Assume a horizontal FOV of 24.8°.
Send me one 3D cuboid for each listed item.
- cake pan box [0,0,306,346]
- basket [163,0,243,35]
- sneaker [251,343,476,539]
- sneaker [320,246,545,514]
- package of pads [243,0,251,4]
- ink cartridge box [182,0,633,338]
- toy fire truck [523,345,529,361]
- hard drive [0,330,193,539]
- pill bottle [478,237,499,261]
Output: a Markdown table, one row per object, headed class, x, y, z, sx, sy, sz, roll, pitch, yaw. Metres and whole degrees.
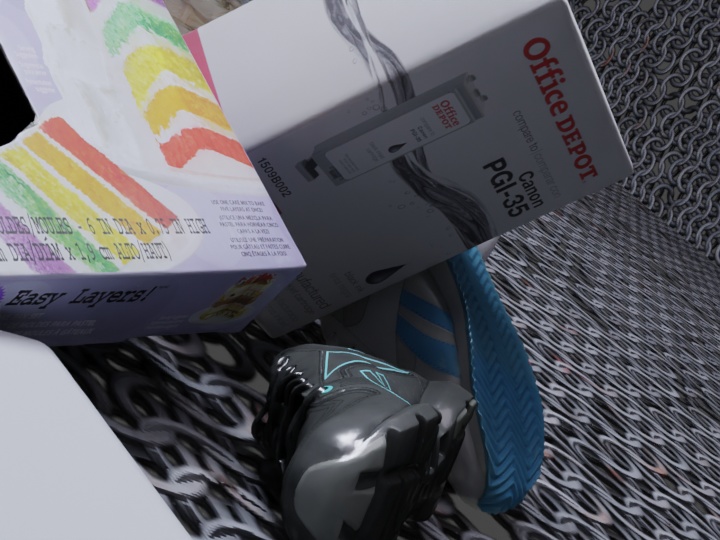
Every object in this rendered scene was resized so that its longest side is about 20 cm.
| class | x | y | z | sx | sy | sz | roll | pitch | yaw |
| --- | --- | --- | --- | --- | --- | --- | --- | --- | --- |
| cake pan box | -0.131 | -0.062 | 0.605 | 0.200 | 0.052 | 0.185 | 0 | 55 | -55 |
| basket | -0.174 | -0.152 | 0.829 | 0.200 | 0.136 | 0.123 | 26 | 17 | -41 |
| sneaker | -0.010 | 0.070 | 0.626 | 0.079 | 0.076 | 0.200 | 24 | 3 | 9 |
| sneaker | 0.031 | 0.040 | 0.826 | 0.076 | 0.081 | 0.201 | 36 | 28 | -49 |
| package of pads | -0.091 | -0.220 | 1.267 | 0.200 | 0.068 | 0.155 | 24 | 17 | -49 |
| ink cartridge box | 0.010 | -0.070 | 0.757 | 0.147 | 0.199 | 0.083 | 53 | 15 | -54 |
| toy fire truck | 0.000 | 0.000 | 0.945 | 0.141 | 0.049 | 0.200 | 26 | 16 | -39 |
| hard drive | -0.090 | 0.075 | 0.435 | 0.132 | 0.026 | 0.200 | 22 | 18 | -50 |
| pill bottle | -0.006 | -0.073 | 1.068 | 0.200 | 0.109 | 0.109 | 31 | 12 | -21 |
